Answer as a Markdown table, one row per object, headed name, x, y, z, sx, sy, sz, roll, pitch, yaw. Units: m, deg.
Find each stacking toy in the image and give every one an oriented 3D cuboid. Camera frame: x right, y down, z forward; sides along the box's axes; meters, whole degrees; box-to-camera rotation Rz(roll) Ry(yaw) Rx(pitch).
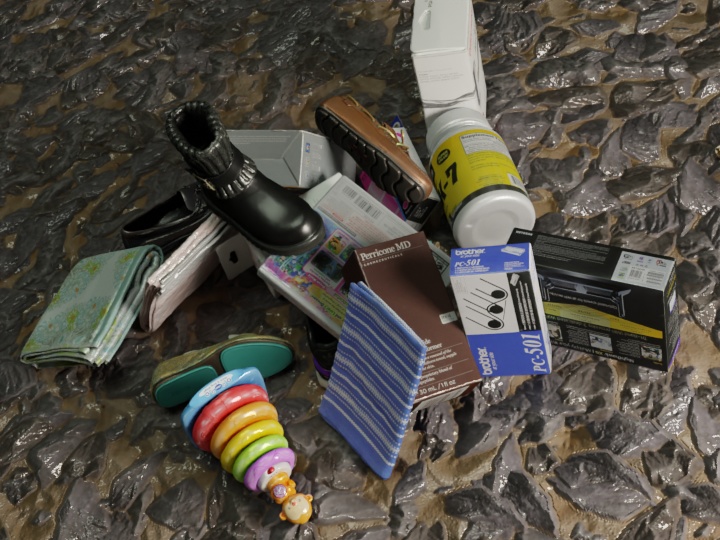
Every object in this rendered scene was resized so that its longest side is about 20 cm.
| name | x | y | z | sx | sy | sz | roll | pitch | yaw |
| --- | --- | --- | --- | --- | --- | --- | --- | --- | --- |
| stacking toy | -0.122 | 0.226 | 1.375 | 0.116 | 0.110 | 0.200 | -32 | 59 | -14 |

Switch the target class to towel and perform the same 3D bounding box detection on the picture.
| name | x | y | z | sx | sy | sz | roll | pitch | yaw |
| --- | --- | --- | --- | --- | --- | --- | --- | --- | --- |
| towel | -0.379 | 0.051 | 1.603 | 0.170 | 0.048 | 0.201 | -5 | 46 | 38 |
| towel | -0.224 | -0.013 | 1.561 | 0.032 | 0.191 | 0.200 | 41 | 67 | 2 |
| towel | 0.011 | 0.132 | 1.349 | 0.024 | 0.202 | 0.145 | -11 | 38 | -35 |

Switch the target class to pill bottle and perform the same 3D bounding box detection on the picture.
| name | x | y | z | sx | sy | sz | roll | pitch | yaw |
| --- | --- | --- | --- | --- | --- | --- | --- | --- | --- |
| pill bottle | 0.158 | -0.125 | 1.562 | 0.113 | 0.115 | 0.201 | -18 | 47 | 2 |

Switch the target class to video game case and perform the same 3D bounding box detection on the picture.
| name | x | y | z | sx | sy | sz | roll | pitch | yaw |
| --- | --- | --- | --- | --- | --- | --- | --- | --- | --- |
| video game case | 0.000 | 0.000 | 1.447 | 0.199 | 0.024 | 0.182 | 38 | 65 | 6 |

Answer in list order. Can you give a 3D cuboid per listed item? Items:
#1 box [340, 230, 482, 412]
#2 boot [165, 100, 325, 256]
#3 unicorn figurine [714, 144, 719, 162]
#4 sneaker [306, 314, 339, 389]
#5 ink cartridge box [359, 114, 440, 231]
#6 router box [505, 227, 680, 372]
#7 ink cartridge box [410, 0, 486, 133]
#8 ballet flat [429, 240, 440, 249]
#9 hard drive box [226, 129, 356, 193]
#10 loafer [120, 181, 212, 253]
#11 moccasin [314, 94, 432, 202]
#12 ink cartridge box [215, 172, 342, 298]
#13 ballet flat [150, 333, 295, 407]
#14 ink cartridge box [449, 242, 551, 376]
| name | x | y | z | sx | sy | sz | roll | pitch | yaw |
| --- | --- | --- | --- | --- | --- | --- | --- | --- | --- |
| box | 0.061 | 0.064 | 1.379 | 0.099 | 0.075 | 0.202 | -16 | 73 | -21 |
| boot | -0.145 | -0.112 | 1.405 | 0.210 | 0.158 | 0.080 | 26 | 63 | 29 |
| unicorn figurine | 0.548 | -0.132 | 1.463 | 0.136 | 0.074 | 0.201 | -11 | 41 | -6 |
| sneaker | -0.038 | 0.047 | 1.487 | 0.069 | 0.100 | 0.201 | -12 | 48 | 5 |
| ink cartridge box | 0.048 | -0.131 | 1.624 | 0.095 | 0.037 | 0.201 | -55 | 36 | 31 |
| router box | 0.276 | 0.035 | 1.357 | 0.198 | 0.158 | 0.052 | 13 | 55 | 27 |
| ink cartridge box | 0.131 | -0.286 | 1.651 | 0.084 | 0.201 | 0.147 | -5 | 49 | 13 |
| ballet flat | 0.069 | 0.050 | 1.488 | 0.065 | 0.071 | 0.201 | 31 | 65 | 6 |
| hard drive box | -0.112 | -0.151 | 1.616 | 0.154 | 0.200 | 0.078 | 4 | 92 | 22 |
| loafer | -0.269 | -0.088 | 1.706 | 0.199 | 0.063 | 0.072 | -37 | 49 | -14 |
| moccasin | 0.026 | -0.168 | 1.545 | 0.077 | 0.074 | 0.201 | -33 | 59 | -29 |
| ink cartridge box | -0.091 | -0.036 | 1.560 | 0.199 | 0.115 | 0.068 | -32 | 68 | -9 |
| ballet flat | -0.184 | 0.120 | 1.503 | 0.198 | 0.071 | 0.071 | -20 | 47 | 1 |
| ink cartridge box | 0.169 | 0.050 | 1.348 | 0.093 | 0.201 | 0.045 | -4 | 50 | 14 |
